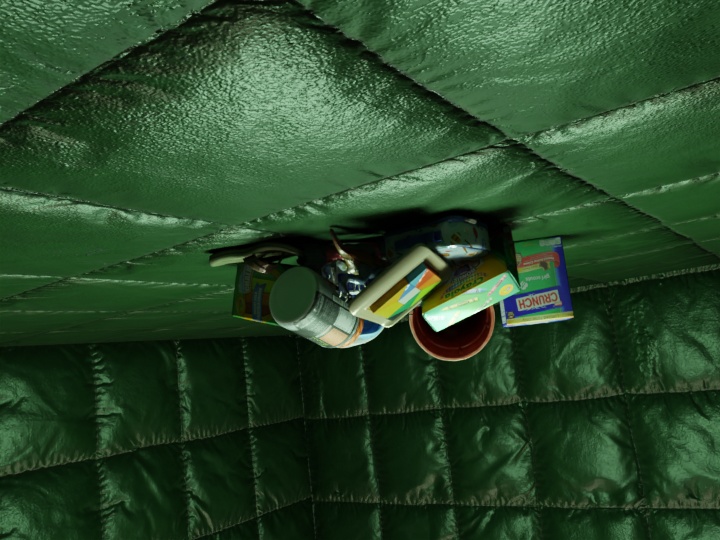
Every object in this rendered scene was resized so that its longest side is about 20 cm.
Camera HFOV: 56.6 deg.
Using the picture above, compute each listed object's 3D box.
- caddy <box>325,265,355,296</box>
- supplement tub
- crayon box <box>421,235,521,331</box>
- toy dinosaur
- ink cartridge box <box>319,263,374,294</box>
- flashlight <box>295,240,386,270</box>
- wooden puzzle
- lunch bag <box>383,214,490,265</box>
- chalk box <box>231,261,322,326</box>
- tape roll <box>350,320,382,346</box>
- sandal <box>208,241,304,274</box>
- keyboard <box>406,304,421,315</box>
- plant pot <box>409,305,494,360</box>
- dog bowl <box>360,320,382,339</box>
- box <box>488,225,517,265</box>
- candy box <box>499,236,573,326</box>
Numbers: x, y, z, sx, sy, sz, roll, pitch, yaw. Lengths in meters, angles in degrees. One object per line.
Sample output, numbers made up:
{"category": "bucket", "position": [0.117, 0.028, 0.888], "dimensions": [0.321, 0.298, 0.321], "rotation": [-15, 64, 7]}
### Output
{"category": "caddy", "position": [-0.028, 0.020, 1.556], "dimensions": [0.195, 0.108, 0.141], "rotation": [-5, 173, -12]}
{"category": "supplement tub", "position": [-0.082, 0.081, 1.344], "dimensions": [0.120, 0.125, 0.199], "rotation": [-11, 154, 28]}
{"category": "crayon box", "position": [0.218, 0.027, 1.343], "dimensions": [0.198, 0.120, 0.058], "rotation": [-29, 120, 24]}
{"category": "toy dinosaur", "position": [0.025, -0.001, 1.317], "dimensions": [0.179, 0.105, 0.203], "rotation": [-23, 139, -33]}
{"category": "ink cartridge box", "position": [0.000, 0.000, 1.471], "dimensions": [0.196, 0.102, 0.039], "rotation": [-3, 171, -18]}
{"category": "flashlight", "position": [-0.031, -0.027, 1.376], "dimensions": [0.196, 0.070, 0.067], "rotation": [-3, 172, -27]}
{"category": "wooden puzzle", "position": [0.083, 0.039, 1.266], "dimensions": [0.184, 0.037, 0.200], "rotation": [-40, 155, 9]}
{"category": "lunch bag", "position": [0.150, -0.056, 1.309], "dimensions": [0.197, 0.077, 0.159], "rotation": [-14, 165, 40]}
{"category": "chalk box", "position": [-0.196, 0.046, 1.454], "dimensions": [0.197, 0.128, 0.123], "rotation": [6, -179, 34]}
{"category": "tape roll", "position": [-0.034, 0.092, 1.710], "dimensions": [0.198, 0.208, 0.139], "rotation": [-4, 172, -14]}
{"category": "sandal", "position": [-0.203, -0.018, 1.323], "dimensions": [0.196, 0.059, 0.080], "rotation": [-9, 172, 14]}
{"category": "keyboard", "position": [0.106, 0.077, 1.461], "dimensions": [0.196, 0.041, 0.104], "rotation": [8, 176, -20]}
{"category": "plant pot", "position": [0.222, 0.090, 1.627], "dimensions": [0.196, 0.205, 0.195], "rotation": [-8, -170, 10]}
{"category": "dog bowl", "position": [-0.028, 0.114, 1.607], "dimensions": [0.195, 0.114, 0.050], "rotation": [-5, 176, -14]}
{"category": "box", "position": [0.239, -0.016, 1.454], "dimensions": [0.195, 0.097, 0.101], "rotation": [-8, 139, 12]}
{"category": "candy box", "position": [0.427, 0.030, 1.665], "dimensions": [0.165, 0.205, 0.077], "rotation": [-8, 172, 5]}
